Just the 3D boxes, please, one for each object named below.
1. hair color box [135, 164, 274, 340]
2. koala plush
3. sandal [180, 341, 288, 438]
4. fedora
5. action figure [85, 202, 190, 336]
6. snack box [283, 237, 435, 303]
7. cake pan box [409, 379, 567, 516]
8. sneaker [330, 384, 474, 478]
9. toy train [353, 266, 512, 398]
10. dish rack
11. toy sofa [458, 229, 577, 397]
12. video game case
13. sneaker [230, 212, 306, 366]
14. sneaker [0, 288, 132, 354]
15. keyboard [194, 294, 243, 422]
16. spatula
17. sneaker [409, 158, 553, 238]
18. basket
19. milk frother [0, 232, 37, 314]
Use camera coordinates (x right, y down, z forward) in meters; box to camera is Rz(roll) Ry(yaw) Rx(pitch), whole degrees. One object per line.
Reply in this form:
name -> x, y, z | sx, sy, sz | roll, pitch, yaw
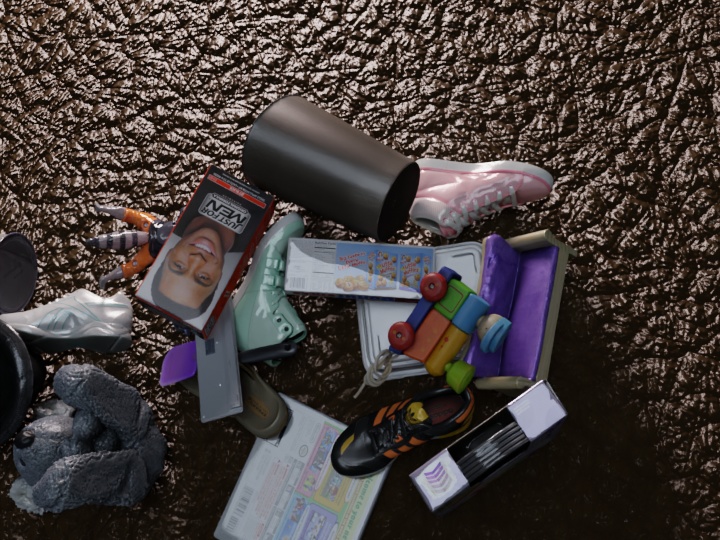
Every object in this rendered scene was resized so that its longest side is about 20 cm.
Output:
hair color box -> -0.200, -0.025, 1.015 | 0.100, 0.061, 0.203 | 25, 73, 1
koala plush -> -0.379, 0.239, 1.017 | 0.196, 0.183, 0.181 | -14, 61, 27
sandal -> -0.180, 0.152, 1.036 | 0.198, 0.054, 0.081 | 31, 81, 28
fedora -> -0.507, 0.155, 1.068 | 0.196, 0.091, 0.206 | -1, 87, 19
action figure -> -0.274, -0.014, 1.078 | 0.188, 0.105, 0.205 | -4, 77, -3
snack box -> 0.000, 0.000, 1.014 | 0.195, 0.024, 0.074 | 4, 74, 1
cake pan box -> 0.148, 0.212, 0.896 | 0.182, 0.201, 0.053 | -36, 69, -5
sneaker -> 0.052, 0.190, 0.960 | 0.196, 0.091, 0.071 | -21, 65, -9
toy train -> 0.089, 0.109, 0.940 | 0.115, 0.084, 0.202 | 37, 98, 24
dish rack -> 0.090, 0.048, 1.036 | 0.195, 0.044, 0.176 | -8, 72, 6
toy sofa -> 0.198, 0.052, 0.970 | 0.096, 0.082, 0.205 | 24, 71, -28
video game case -> -0.071, 0.290, 1.004 | 0.179, 0.022, 0.204 | 22, 78, 15
sneaker -> -0.101, 0.030, 1.054 | 0.117, 0.074, 0.204 | 28, 90, 23
sneaker -> -0.420, 0.072, 1.104 | 0.195, 0.071, 0.082 | 1, 61, -3
keyboard -> -0.189, 0.098, 1.009 | 0.055, 0.011, 0.204 | -18, 56, 9
spatula -> -0.174, 0.113, 1.013 | 0.195, 0.021, 0.058 | -8, 55, 10
sneaker -> 0.158, -0.089, 1.046 | 0.195, 0.075, 0.107 | 6, 70, 19
basket -> -0.031, -0.132, 1.031 | 0.197, 0.179, 0.139 | 28, 110, 20
milk frother -> -0.590, 0.049, 1.116 | 0.183, 0.181, 0.205 | 5, 117, 11
